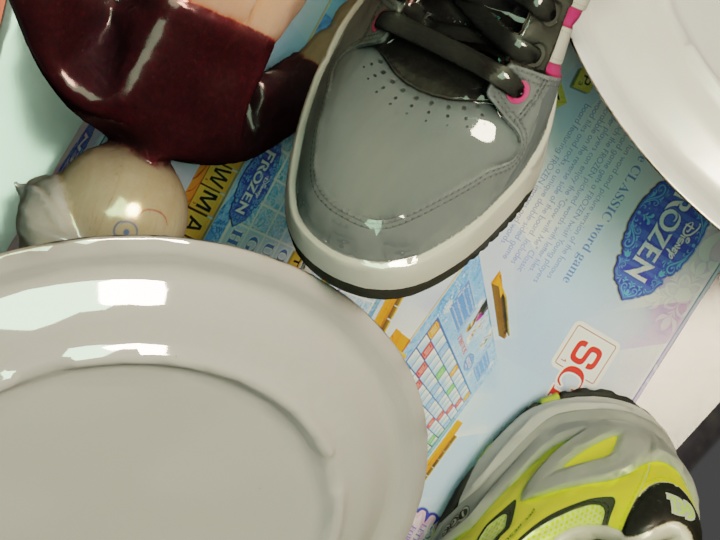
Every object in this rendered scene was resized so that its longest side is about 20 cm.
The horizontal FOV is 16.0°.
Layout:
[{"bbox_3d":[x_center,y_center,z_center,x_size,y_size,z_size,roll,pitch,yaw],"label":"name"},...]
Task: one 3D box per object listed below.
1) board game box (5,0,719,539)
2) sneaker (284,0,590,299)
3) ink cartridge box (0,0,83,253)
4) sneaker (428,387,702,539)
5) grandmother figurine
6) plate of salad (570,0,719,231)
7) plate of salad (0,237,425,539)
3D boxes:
[{"bbox_3d":[0.000,0.000,0.815,0.199,0.041,0.201,30,97,-18],"label":"board game box"},{"bbox_3d":[0.041,-0.097,0.685,0.083,0.121,0.201,23,65,14],"label":"sneaker"},{"bbox_3d":[-0.127,-0.032,0.852,0.173,0.044,0.201,14,89,-9],"label":"ink cartridge box"},{"bbox_3d":[0.030,0.128,0.795,0.075,0.076,0.201,31,98,-20],"label":"sneaker"},{"bbox_3d":[-0.046,-0.075,0.732,0.121,0.061,0.201,20,99,-20],"label":"grandmother figurine"},{"bbox_3d":[0.136,-0.068,0.805,0.199,0.048,0.201,19,50,-24],"label":"plate of salad"},{"bbox_3d":[-0.080,0.062,0.738,0.199,0.048,0.201,-9,132,-11],"label":"plate of salad"}]
